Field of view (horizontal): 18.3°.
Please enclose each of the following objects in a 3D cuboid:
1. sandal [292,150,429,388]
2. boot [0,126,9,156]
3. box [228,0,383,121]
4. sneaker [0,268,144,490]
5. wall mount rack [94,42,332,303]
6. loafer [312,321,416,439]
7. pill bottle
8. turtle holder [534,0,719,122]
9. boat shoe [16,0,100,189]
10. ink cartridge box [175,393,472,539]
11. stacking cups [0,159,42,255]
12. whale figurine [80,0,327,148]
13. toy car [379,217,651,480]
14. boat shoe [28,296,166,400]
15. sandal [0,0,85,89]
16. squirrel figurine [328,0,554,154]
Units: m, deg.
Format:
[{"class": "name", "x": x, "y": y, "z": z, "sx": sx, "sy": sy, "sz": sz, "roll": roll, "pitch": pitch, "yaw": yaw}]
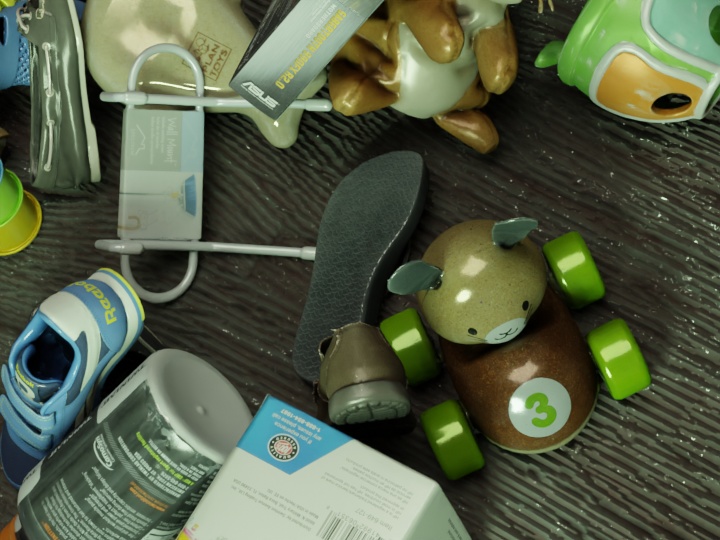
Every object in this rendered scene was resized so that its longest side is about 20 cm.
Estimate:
[{"class": "sandal", "x": -0.001, "y": 0.000, "z": 1.693, "sx": 0.076, "sy": 0.043, "sz": 0.201, "roll": 10, "pitch": 69, "yaw": 31}, {"class": "boot", "x": -0.355, "y": -0.161, "z": 1.859, "sx": 0.175, "sy": 0.066, "sz": 0.200, "roll": -46, "pitch": 63, "yaw": -2}, {"class": "box", "x": -0.015, "y": -0.227, "z": 1.695, "sx": 0.048, "sy": 0.158, "sz": 0.200, "roll": 35, "pitch": 39, "yaw": -12}, {"class": "sneaker", "x": -0.231, "y": 0.087, "z": 1.639, "sx": 0.074, "sy": 0.082, "sz": 0.201, "roll": 36, "pitch": 121, "yaw": 20}, {"class": "wall mount rack", "x": -0.115, "y": -0.073, "z": 1.712, "sx": 0.173, "sy": 0.074, "sz": 0.201, "roll": 0, "pitch": 94, "yaw": -25}, {"class": "loafer", "x": 0.004, "y": 0.077, "z": 1.564, "sx": 0.073, "sy": 0.200, "sz": 0.071, "roll": -6, "pitch": 79, "yaw": -8}, {"class": "pill bottle", "x": -0.173, "y": 0.155, "z": 1.597, "sx": 0.200, "sy": 0.106, "sz": 0.106, "roll": -43, "pitch": 57, "yaw": 24}, {"class": "turtle holder", "x": 0.231, "y": -0.189, "z": 1.681, "sx": 0.131, "sy": 0.141, "sz": 0.185, "roll": 34, "pitch": 37, "yaw": 12}, {"class": "boat shoe", "x": -0.247, "y": -0.159, "z": 1.761, "sx": 0.057, "sy": 0.201, "sz": 0.067, "roll": -12, "pitch": 18, "yaw": -13}, {"class": "ink cartridge box", "x": -0.040, "y": 0.222, "z": 1.531, "sx": 0.147, "sy": 0.145, "sz": 0.200, "roll": 26, "pitch": 74, "yaw": 25}, {"class": "stacking cups", "x": -0.309, "y": -0.078, "z": 1.721, "sx": 0.060, "sy": 0.200, "sz": 0.061, "roll": -6, "pitch": 65, "yaw": 13}, {"class": "whale figurine", "x": -0.125, "y": -0.173, "z": 1.789, "sx": 0.199, "sy": 0.104, "sz": 0.160, "roll": 26, "pitch": 92, "yaw": 2}, {"class": "toy car", "x": 0.093, "y": 0.028, "z": 1.558, "sx": 0.164, "sy": 0.200, "sz": 0.158, "roll": -26, "pitch": 60, "yaw": 2}, {"class": "boat shoe", "x": -0.180, "y": 0.068, "z": 1.693, "sx": 0.200, "sy": 0.063, "sz": 0.073, "roll": 33, "pitch": 76, "yaw": 27}, {"class": "sandal", "x": -0.277, "y": -0.182, "z": 1.811, "sx": 0.087, "sy": 0.079, "sz": 0.200, "roll": 45, "pitch": 58, "yaw": -1}, {"class": "squirrel figurine", "x": 0.071, "y": -0.220, "z": 1.693, "sx": 0.141, "sy": 0.187, "sz": 0.200, "roll": 18, "pitch": 34, "yaw": -18}]
